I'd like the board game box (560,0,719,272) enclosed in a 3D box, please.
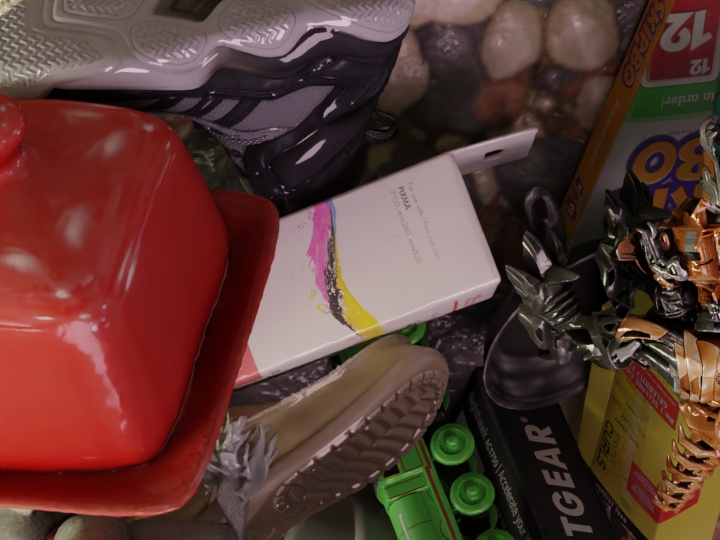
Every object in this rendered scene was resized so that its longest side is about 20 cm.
[{"bbox_3d":[0.165,-0.068,1.385,0.095,0.030,0.201,5,129,-23],"label":"board game box"}]

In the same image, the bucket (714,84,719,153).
[{"bbox_3d":[0.256,-0.036,1.300,0.134,0.208,0.208,-5,130,-11],"label":"bucket"}]

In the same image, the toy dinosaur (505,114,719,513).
[{"bbox_3d":[0.147,0.022,1.267,0.102,0.135,0.201,-4,114,-54],"label":"toy dinosaur"}]

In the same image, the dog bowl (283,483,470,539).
[{"bbox_3d":[-0.011,0.197,1.438,0.058,0.201,0.201,20,121,-14],"label":"dog bowl"}]

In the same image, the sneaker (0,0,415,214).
[{"bbox_3d":[-0.071,-0.077,1.262,0.199,0.076,0.114,-10,131,-11],"label":"sneaker"}]

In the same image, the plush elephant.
[{"bbox_3d":[-0.133,0.149,1.241,0.154,0.201,0.165,2,151,23],"label":"plush elephant"}]

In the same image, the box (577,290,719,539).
[{"bbox_3d":[0.154,0.084,1.433,0.050,0.075,0.200,-28,153,-19],"label":"box"}]

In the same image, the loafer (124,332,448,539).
[{"bbox_3d":[-0.047,0.088,1.327,0.200,0.068,0.076,-37,156,11],"label":"loafer"}]

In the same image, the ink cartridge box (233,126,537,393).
[{"bbox_3d":[0.000,0.000,1.318,0.199,0.068,0.116,-22,177,0],"label":"ink cartridge box"}]

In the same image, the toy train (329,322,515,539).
[{"bbox_3d":[0.034,0.106,1.372,0.056,0.201,0.042,-19,152,-4],"label":"toy train"}]

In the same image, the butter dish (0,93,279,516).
[{"bbox_3d":[-0.150,-0.010,1.174,0.198,0.201,0.148,3,133,13],"label":"butter dish"}]

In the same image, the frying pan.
[{"bbox_3d":[0.087,0.015,1.361,0.115,0.031,0.190,-46,146,14],"label":"frying pan"}]

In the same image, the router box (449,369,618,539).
[{"bbox_3d":[0.076,0.173,1.436,0.051,0.201,0.150,10,125,-24],"label":"router box"}]
